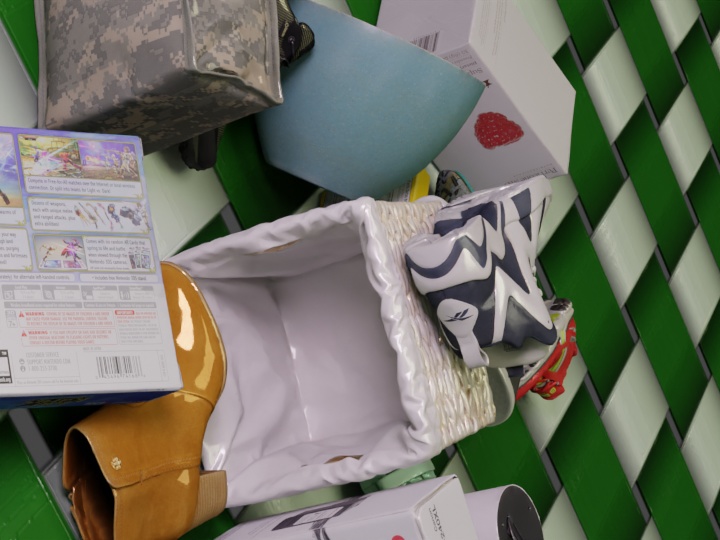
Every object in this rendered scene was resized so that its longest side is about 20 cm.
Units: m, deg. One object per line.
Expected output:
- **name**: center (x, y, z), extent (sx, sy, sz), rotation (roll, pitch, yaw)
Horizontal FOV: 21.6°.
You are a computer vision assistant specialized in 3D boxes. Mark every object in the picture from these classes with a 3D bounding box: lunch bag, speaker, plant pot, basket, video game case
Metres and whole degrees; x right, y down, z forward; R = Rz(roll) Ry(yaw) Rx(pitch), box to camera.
- **lunch bag**: center (-0.151, -0.201, 1.381), extent (0.117, 0.164, 0.201), rotation (16, 63, -50)
- **speaker**: center (0.040, 0.222, 1.463), extent (0.081, 0.199, 0.082), rotation (34, 49, -49)
- **plant pot**: center (-0.011, -0.134, 1.595), extent (0.200, 0.200, 0.135), rotation (20, 93, -55)
- **basket**: center (-0.020, 0.060, 1.446), extent (0.161, 0.198, 0.201), rotation (-6, 81, -62)
- **video game case**: center (-0.220, -0.002, 1.236), extent (0.199, 0.045, 0.182), rotation (1, 74, -44)

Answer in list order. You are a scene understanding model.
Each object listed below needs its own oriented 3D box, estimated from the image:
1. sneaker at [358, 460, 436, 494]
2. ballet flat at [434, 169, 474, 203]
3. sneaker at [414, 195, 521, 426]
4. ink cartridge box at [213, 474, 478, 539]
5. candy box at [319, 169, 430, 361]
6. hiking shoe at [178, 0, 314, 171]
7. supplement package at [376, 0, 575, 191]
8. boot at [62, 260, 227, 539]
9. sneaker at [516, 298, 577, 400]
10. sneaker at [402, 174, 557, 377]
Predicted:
- **sneaker**: center (0.047, 0.175, 1.568), extent (0.074, 0.118, 0.201), rotation (-28, 104, -23)
- **ballet flat**: center (0.105, -0.002, 1.816), extent (0.072, 0.072, 0.201), rotation (-9, 71, -60)
- **sneaker**: center (0.087, 0.023, 1.583), extent (0.099, 0.070, 0.201), rotation (-53, 125, -65)
- **ink cartridge box**: center (-0.004, 0.245, 1.377), extent (0.083, 0.199, 0.146), rotation (-26, 98, -60)
- **candy box**: center (0.000, 0.000, 1.604), extent (0.026, 0.102, 0.201), rotation (53, 36, -41)
- **hiking shoe**: center (-0.086, -0.169, 1.477), extent (0.076, 0.100, 0.201), rotation (-125, -132, -70)
- **supplement package**: center (0.114, -0.182, 1.867), extent (0.200, 0.121, 0.120), rotation (47, 38, -37)
- **boot**: center (-0.156, 0.095, 1.323), extent (0.144, 0.071, 0.202), rotation (-6, 85, -60)
- **sneaker**: center (0.180, 0.096, 1.896), extent (0.200, 0.077, 0.085), rotation (-42, 120, -56)
- **sneaker**: center (0.107, 0.010, 1.424), extent (0.199, 0.079, 0.130), rotation (-42, 115, -65)
